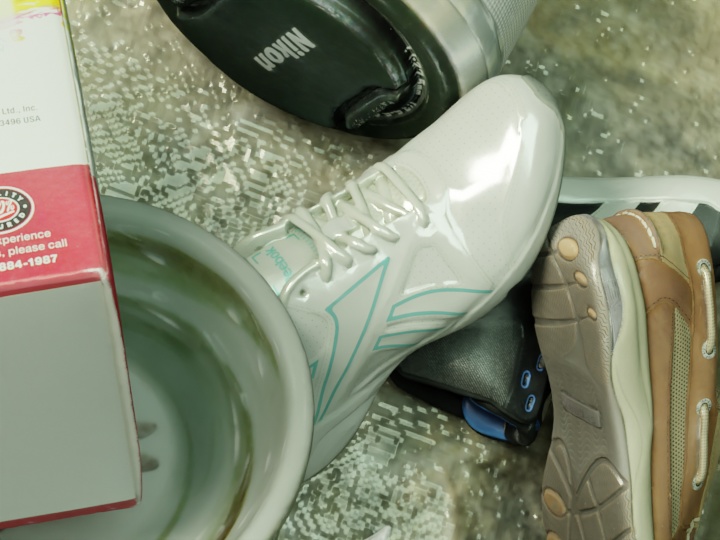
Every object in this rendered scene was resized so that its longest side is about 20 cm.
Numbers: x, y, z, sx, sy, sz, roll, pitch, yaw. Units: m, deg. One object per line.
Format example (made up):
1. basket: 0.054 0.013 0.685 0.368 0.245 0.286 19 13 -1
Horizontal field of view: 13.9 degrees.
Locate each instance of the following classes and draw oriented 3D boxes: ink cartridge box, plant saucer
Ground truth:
1. ink cartridge box: -0.164 -0.025 1.036 0.144 0.145 0.201 -9 55 -4
2. plant saucer: -0.116 0.064 1.093 0.199 0.050 0.201 0 56 0

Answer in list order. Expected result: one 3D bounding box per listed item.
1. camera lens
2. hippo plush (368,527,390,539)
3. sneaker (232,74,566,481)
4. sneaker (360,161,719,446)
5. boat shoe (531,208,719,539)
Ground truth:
1. camera lens: 0.014 -0.167 1.202 0.160 0.160 0.201 32 68 -6
2. hippo plush: -0.022 0.217 1.065 0.159 0.161 0.200 9 45 30
3. sneaker: 0.000 0.000 1.142 0.200 0.070 0.080 -48 136 11
4. sneaker: 0.094 0.020 1.226 0.199 0.073 0.113 4 76 -7
5. boat shoe: 0.117 0.069 1.174 0.071 0.076 0.201 -16 118 -24
